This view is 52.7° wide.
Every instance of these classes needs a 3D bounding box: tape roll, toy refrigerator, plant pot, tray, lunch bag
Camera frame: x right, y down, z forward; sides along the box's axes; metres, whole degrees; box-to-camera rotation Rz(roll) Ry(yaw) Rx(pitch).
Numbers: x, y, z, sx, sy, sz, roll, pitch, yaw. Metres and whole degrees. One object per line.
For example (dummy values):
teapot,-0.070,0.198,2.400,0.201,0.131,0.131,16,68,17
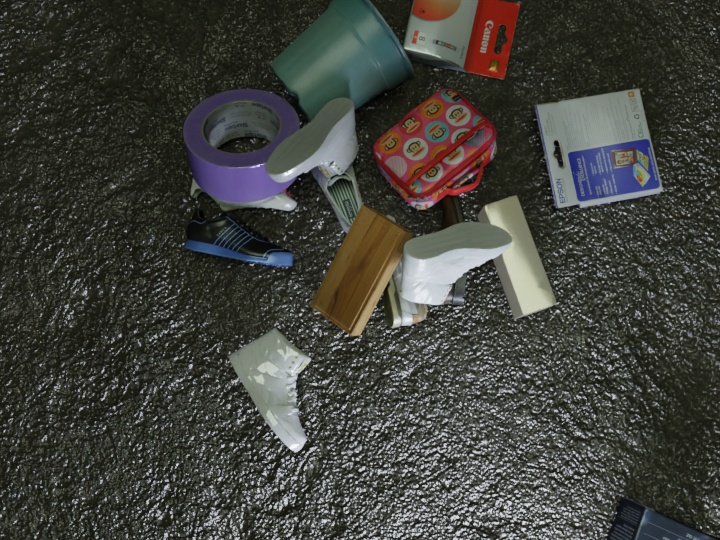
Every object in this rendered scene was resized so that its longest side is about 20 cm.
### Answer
tape roll,-0.203,-0.220,1.268,0.199,0.085,0.201,1,52,-1
toy refrigerator,0.275,-0.023,1.278,0.070,0.076,0.201,-18,80,-3
plant pot,-0.041,-0.363,1.287,0.196,0.200,0.201,-36,82,2
tray,0.000,0.000,1.248,0.098,0.037,0.201,33,103,27
lunch bag,0.139,-0.205,1.288,0.200,0.082,0.176,-39,68,-4

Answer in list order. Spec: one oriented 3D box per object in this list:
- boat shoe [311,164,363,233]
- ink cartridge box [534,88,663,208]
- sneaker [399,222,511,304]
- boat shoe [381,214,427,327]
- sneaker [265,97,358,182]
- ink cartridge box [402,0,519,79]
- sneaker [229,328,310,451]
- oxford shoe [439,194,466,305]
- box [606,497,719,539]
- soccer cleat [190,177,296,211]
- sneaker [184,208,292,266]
boat shoe,-0.037,-0.162,1.307,0.073,0.067,0.201,-28,82,-4
ink cartridge box,0.429,-0.220,1.327,0.199,0.047,0.199,-9,82,0
sneaker,0.152,-0.009,1.209,0.199,0.116,0.074,-11,44,-23
boat shoe,0.069,-0.002,1.283,0.068,0.075,0.201,-6,82,-14
sneaker,-0.070,-0.186,1.219,0.073,0.116,0.200,29,61,30
ink cartridge box,0.190,-0.458,1.364,0.199,0.050,0.163,13,81,6
sneaker,-0.125,0.196,1.239,0.115,0.074,0.201,-34,81,-2
oxford shoe,0.145,-0.042,1.284,0.084,0.073,0.201,3,81,3
box,0.475,0.496,1.176,0.148,0.107,0.201,23,82,3
soccer cleat,-0.210,-0.135,1.308,0.199,0.069,0.078,20,86,11
sneaker,-0.212,-0.057,1.290,0.199,0.070,0.078,11,88,3
